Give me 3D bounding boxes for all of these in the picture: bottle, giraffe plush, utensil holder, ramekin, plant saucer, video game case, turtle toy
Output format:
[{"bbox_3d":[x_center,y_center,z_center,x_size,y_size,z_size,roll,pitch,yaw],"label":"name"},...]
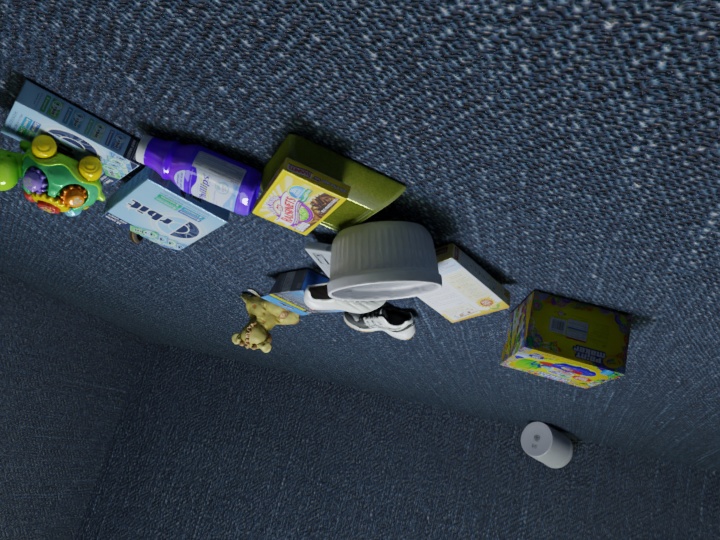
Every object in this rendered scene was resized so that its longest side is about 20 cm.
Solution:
[{"bbox_3d":[-0.262,-0.161,0.966,0.198,0.066,0.084,23,142,-6],"label":"bottle"},{"bbox_3d":[-0.301,0.170,1.820,0.171,0.164,0.199,-1,156,42],"label":"giraffe plush"},{"bbox_3d":[0.849,0.793,2.707,0.169,0.172,0.199,-4,151,45],"label":"utensil holder"},{"bbox_3d":[0.039,-0.014,1.024,0.197,0.106,0.200,-4,169,-1],"label":"ramekin"},{"bbox_3d":[-0.058,-0.122,0.953,0.198,0.048,0.199,22,161,-19],"label":"plant saucer"},{"bbox_3d":[0.000,0.000,1.239,0.180,0.024,0.200,10,160,22],"label":"video game case"},{"bbox_3d":[-0.538,-0.158,1.011,0.198,0.102,0.145,24,161,-23],"label":"turtle toy"}]

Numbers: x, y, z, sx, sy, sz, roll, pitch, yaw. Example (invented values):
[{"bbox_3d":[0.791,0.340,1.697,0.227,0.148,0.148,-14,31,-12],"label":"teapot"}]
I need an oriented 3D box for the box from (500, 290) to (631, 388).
[{"bbox_3d":[0.419,0.148,1.232,0.198,0.123,0.193,15,162,4],"label":"box"}]

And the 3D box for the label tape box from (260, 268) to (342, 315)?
[{"bbox_3d":[-0.144,0.059,1.527,0.143,0.064,0.199,28,158,-33],"label":"label tape box"}]

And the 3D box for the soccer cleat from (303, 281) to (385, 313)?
[{"bbox_3d":[-0.034,0.060,1.384,0.197,0.070,0.078,-2,152,-5],"label":"soccer cleat"}]

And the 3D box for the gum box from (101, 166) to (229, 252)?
[{"bbox_3d":[-0.378,-0.116,1.152,0.199,0.045,0.169,-20,142,41],"label":"gum box"}]

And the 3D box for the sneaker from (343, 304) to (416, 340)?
[{"bbox_3d":[0.050,0.117,1.559,0.197,0.076,0.088,9,145,12],"label":"sneaker"}]

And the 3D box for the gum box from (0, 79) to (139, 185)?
[{"bbox_3d":[-0.490,-0.225,1.012,0.199,0.045,0.169,27,159,-33],"label":"gum box"}]

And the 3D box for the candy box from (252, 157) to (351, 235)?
[{"bbox_3d":[-0.096,-0.107,0.909,0.101,0.027,0.200,24,160,-16],"label":"candy box"}]

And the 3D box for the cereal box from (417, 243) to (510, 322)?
[{"bbox_3d":[0.178,0.029,1.150,0.143,0.040,0.199,-19,137,40],"label":"cereal box"}]

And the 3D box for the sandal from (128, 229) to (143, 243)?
[{"bbox_3d":[-0.483,-0.118,1.304,0.054,0.083,0.200,-2,160,-18],"label":"sandal"}]
